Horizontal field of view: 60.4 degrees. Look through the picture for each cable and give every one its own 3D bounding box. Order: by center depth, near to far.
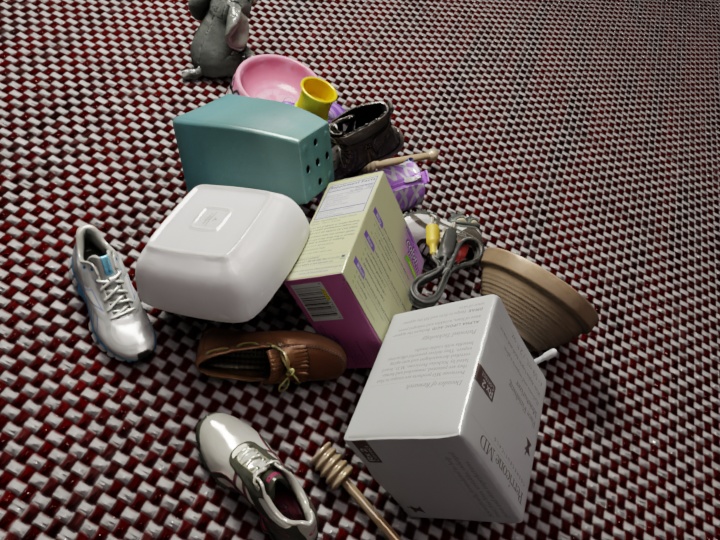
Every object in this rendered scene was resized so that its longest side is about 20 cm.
[{"bbox_3d":[0.125,-0.001,0.926,0.095,0.051,0.203,28,49,-4],"label":"cable"}]

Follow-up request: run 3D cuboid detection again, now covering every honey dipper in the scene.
[{"bbox_3d":[0.015,0.297,0.751,0.038,0.038,0.200,-34,74,-37],"label":"honey dipper"},{"bbox_3d":[0.064,-0.201,1.137,0.195,0.038,0.039,-15,59,-27],"label":"honey dipper"}]

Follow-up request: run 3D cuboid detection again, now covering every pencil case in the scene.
[{"bbox_3d":[0.024,-0.126,1.045,0.196,0.085,0.086,-22,100,-29],"label":"pencil case"}]

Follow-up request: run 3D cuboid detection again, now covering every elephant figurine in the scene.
[{"bbox_3d":[-0.248,-0.467,1.134,0.137,0.202,0.159,6,51,-15],"label":"elephant figurine"}]

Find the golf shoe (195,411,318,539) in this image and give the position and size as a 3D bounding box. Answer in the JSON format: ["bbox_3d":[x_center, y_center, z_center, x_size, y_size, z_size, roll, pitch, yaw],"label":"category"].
[{"bbox_3d":[-0.115,0.232,0.717,0.199,0.089,0.077,43,53,17],"label":"golf shoe"}]

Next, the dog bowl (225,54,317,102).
[{"bbox_3d":[-0.152,-0.315,1.136,0.194,0.075,0.205,10,52,-13],"label":"dog bowl"}]

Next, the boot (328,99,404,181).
[{"bbox_3d":[-0.023,-0.203,0.981,0.071,0.196,0.174,66,14,9],"label":"boot"}]

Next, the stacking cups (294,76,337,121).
[{"bbox_3d":[-0.093,-0.201,0.983,0.059,0.202,0.062,14,43,-13],"label":"stacking cups"}]

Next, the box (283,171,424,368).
[{"bbox_3d":[0.000,0.000,0.868,0.094,0.178,0.203,-6,42,29],"label":"box"}]

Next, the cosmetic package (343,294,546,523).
[{"bbox_3d":[0.111,0.169,0.756,0.166,0.162,0.203,52,43,-27],"label":"cosmetic package"}]

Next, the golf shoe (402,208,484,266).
[{"bbox_3d":[0.125,-0.045,1.025,0.194,0.079,0.096,-4,55,-21],"label":"golf shoe"}]

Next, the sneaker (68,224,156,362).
[{"bbox_3d":[-0.327,0.025,0.801,0.074,0.087,0.201,-25,66,-35],"label":"sneaker"}]

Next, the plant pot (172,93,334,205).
[{"bbox_3d":[-0.145,-0.166,0.915,0.195,0.145,0.141,11,33,25],"label":"plant pot"}]

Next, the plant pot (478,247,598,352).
[{"bbox_3d":[0.254,0.059,0.951,0.198,0.201,0.094,35,86,9],"label":"plant pot"}]

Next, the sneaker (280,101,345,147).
[{"bbox_3d":[-0.077,-0.258,1.069,0.197,0.079,0.086,3,70,-51],"label":"sneaker"}]

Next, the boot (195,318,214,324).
[{"bbox_3d":[-0.163,0.004,0.863,0.194,0.078,0.171,8,46,13],"label":"boot"}]

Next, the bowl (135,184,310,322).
[{"bbox_3d":[-0.180,-0.039,0.793,0.194,0.076,0.202,9,46,23],"label":"bowl"}]

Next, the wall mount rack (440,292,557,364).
[{"bbox_3d":[0.171,0.094,0.865,0.197,0.174,0.076,31,90,-16],"label":"wall mount rack"}]

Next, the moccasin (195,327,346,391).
[{"bbox_3d":[-0.114,0.117,0.804,0.195,0.075,0.078,11,27,-12],"label":"moccasin"}]
